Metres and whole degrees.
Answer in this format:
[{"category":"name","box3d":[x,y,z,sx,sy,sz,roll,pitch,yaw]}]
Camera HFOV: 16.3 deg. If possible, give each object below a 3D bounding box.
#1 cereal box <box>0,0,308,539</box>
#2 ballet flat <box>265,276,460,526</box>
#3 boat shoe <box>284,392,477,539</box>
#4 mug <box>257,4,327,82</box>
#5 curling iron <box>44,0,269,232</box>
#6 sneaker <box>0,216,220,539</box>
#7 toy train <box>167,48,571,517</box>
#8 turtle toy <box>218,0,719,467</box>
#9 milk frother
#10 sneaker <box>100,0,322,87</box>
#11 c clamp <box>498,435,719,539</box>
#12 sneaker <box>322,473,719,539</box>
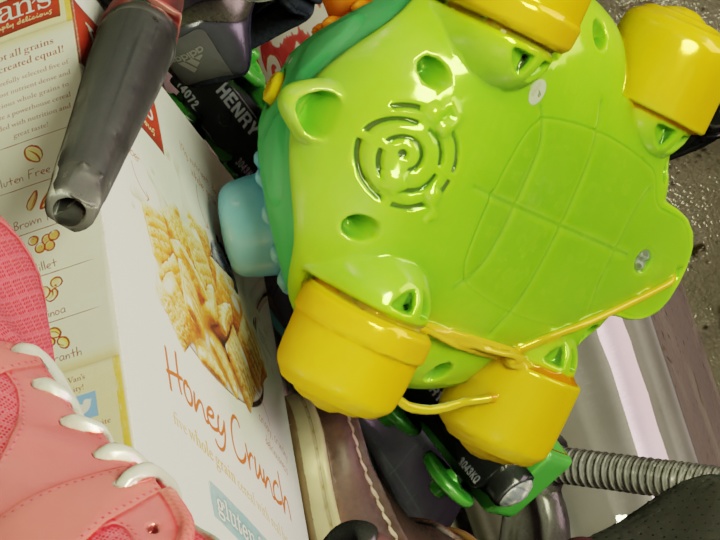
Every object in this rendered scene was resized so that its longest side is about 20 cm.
[{"category":"cereal box","box3d":[-0.055,0.035,0.684,0.144,0.039,0.200,55,21,-56]},{"category":"ballet flat","box3d":[0.016,0.038,0.948,0.073,0.073,0.200,-96,164,-45]},{"category":"boat shoe","box3d":[0.028,0.115,0.847,0.072,0.072,0.200,-116,-177,-62]},{"category":"mug","box3d":[0.020,-0.138,0.993,0.133,0.177,0.201,-78,153,-80]},{"category":"curling iron","box3d":[-0.049,-0.065,0.672,0.200,0.049,0.026,-65,161,-59]},{"category":"sneaker","box3d":[-0.060,0.061,0.501,0.074,0.087,0.200,62,15,-47]},{"category":"toy train","box3d":[0.000,0.000,0.837,0.200,0.042,0.056,53,13,23]},{"category":"turtle toy","box3d":[0.036,-0.025,0.746,0.101,0.146,0.200,29,5,39]},{"category":"milk frother","box3d":[0.120,0.016,1.156,0.181,0.199,0.189,-51,123,-81]},{"category":"sneaker","box3d":[-0.044,-0.118,0.840,0.081,0.074,0.200,61,28,-14]},{"category":"c clamp","box3d":[0.106,0.095,0.865,0.027,0.200,0.171,-6,103,-49]},{"category":"sneaker","box3d":[0.044,0.103,0.763,0.200,0.076,0.116,-44,113,-28]}]
